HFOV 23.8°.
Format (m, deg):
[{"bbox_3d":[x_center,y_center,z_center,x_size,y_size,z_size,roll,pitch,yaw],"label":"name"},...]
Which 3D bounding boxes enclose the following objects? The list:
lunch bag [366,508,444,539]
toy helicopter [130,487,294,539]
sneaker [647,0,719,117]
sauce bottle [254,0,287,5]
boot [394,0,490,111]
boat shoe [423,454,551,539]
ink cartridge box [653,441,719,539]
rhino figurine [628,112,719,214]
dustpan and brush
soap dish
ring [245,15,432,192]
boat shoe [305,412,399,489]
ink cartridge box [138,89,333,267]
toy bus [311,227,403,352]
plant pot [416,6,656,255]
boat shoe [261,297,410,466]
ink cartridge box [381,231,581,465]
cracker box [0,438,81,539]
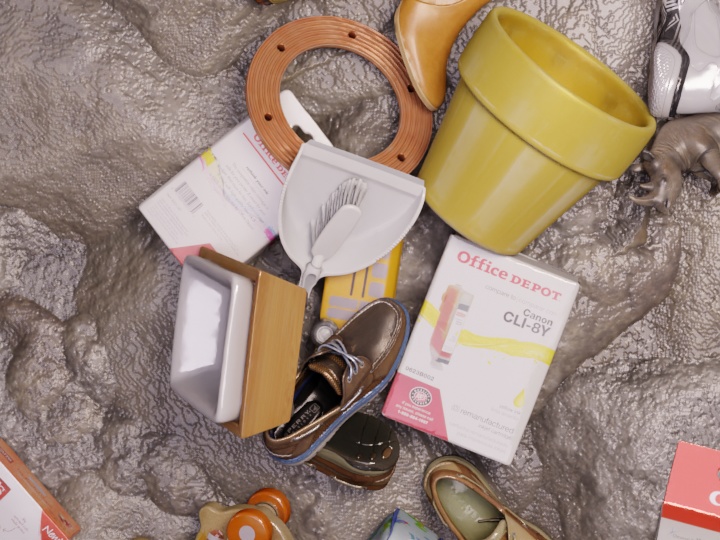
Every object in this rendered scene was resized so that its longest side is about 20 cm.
[{"bbox_3d":[0.005,0.347,1.735,0.082,0.161,0.200,36,95,3],"label":"lunch bag"},{"bbox_3d":[-0.161,0.309,1.806,0.199,0.079,0.133,-7,102,17],"label":"toy helicopter"},{"bbox_3d":[0.348,-0.236,1.689,0.114,0.075,0.201,8,66,5],"label":"sneaker"},{"bbox_3d":[-0.021,-0.322,1.726,0.199,0.066,0.066,-15,92,23],"label":"sauce bottle"},{"bbox_3d":[0.106,-0.274,1.729,0.143,0.071,0.202,-14,83,17],"label":"boot"},{"bbox_3d":[0.138,0.277,1.761,0.200,0.074,0.076,43,97,2],"label":"boat shoe"},{"bbox_3d":[0.378,0.294,1.752,0.162,0.057,0.201,14,99,5],"label":"ink cartridge box"},{"bbox_3d":[0.338,-0.117,1.695,0.200,0.060,0.088,-31,86,-21],"label":"rhino figurine"},{"bbox_3d":[-0.036,-0.024,1.695,0.139,0.057,0.200,18,132,-19],"label":"dustpan and brush"},{"bbox_3d":[-0.120,0.067,1.661,0.081,0.200,0.158,5,95,-22],"label":"soap dish"},{"bbox_3d":[-0.022,-0.167,1.732,0.199,0.019,0.201,9,65,-19],"label":"ring"},{"bbox_3d":[-0.052,0.169,1.765,0.199,0.074,0.076,28,54,22],"label":"boat shoe"},{"bbox_3d":[-0.114,-0.083,1.770,0.200,0.067,0.117,-38,89,8],"label":"ink cartridge box"},{"bbox_3d":[0.000,0.000,1.765,0.078,0.065,0.201,9,94,4],"label":"toy bus"},{"bbox_3d":[0.157,-0.127,1.686,0.200,0.201,0.189,38,112,3],"label":"plant pot"},{"bbox_3d":[-0.022,0.106,1.685,0.072,0.072,0.200,33,80,17],"label":"boat shoe"},{"bbox_3d":[0.123,0.076,1.746,0.145,0.083,0.201,21,95,4],"label":"ink cartridge box"},{"bbox_3d":[-0.417,0.297,1.827,0.200,0.058,0.134,-43,89,6],"label":"cracker box"}]
